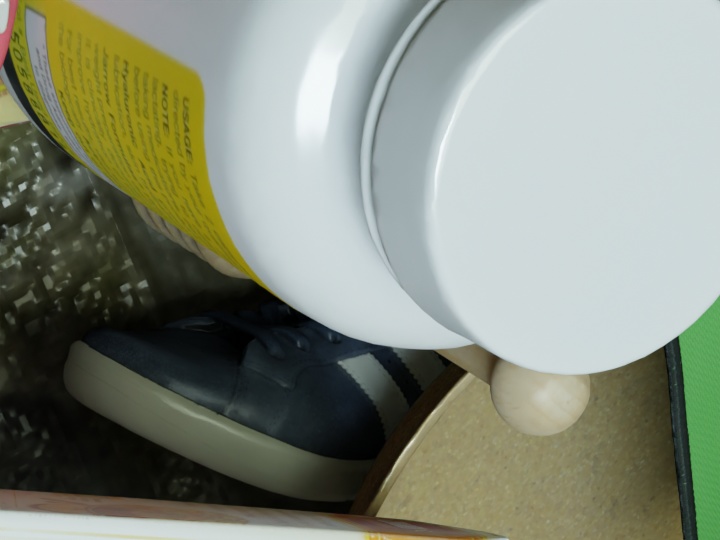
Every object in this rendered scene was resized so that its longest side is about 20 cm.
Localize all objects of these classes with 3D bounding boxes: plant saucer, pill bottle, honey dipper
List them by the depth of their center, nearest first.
[{"bbox_3d":[0.000,-0.047,0.638,0.111,0.200,0.112,-10,112,-26],"label":"pill bottle"},{"bbox_3d":[0.000,0.000,0.719,0.038,0.200,0.038,-10,111,-28],"label":"honey dipper"},{"bbox_3d":[0.060,0.078,0.805,0.199,0.035,0.201,-19,125,-30],"label":"plant saucer"}]

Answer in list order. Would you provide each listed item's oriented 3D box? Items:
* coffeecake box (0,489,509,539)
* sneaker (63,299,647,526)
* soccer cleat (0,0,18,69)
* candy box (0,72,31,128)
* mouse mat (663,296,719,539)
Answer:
[{"bbox_3d":[-0.079,0.085,0.636,0.199,0.154,0.074,4,86,-7],"label":"coffeecake box"},{"bbox_3d":[0.009,0.016,0.808,0.199,0.075,0.085,8,103,-41],"label":"sneaker"},{"bbox_3d":[-0.104,-0.089,0.655,0.066,0.077,0.201,18,115,-27],"label":"soccer cleat"},{"bbox_3d":[-0.081,-0.140,0.714,0.115,0.055,0.201,-15,113,-24],"label":"candy box"},{"bbox_3d":[0.114,0.005,0.740,0.161,0.007,0.201,-51,143,-40],"label":"mouse mat"}]
